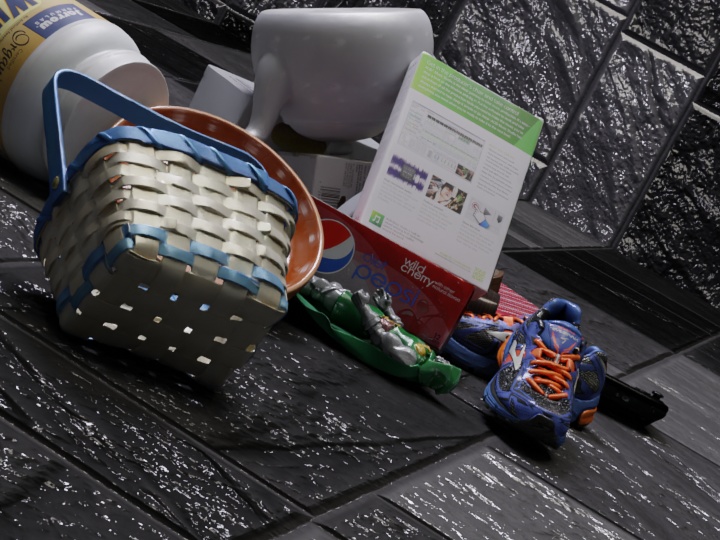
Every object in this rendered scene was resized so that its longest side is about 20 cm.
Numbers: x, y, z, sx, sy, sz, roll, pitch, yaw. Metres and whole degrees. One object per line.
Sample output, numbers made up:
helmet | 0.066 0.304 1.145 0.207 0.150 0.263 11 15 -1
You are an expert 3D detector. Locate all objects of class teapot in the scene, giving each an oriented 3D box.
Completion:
teapot | -0.015 -0.190 1.797 0.199 0.147 0.197 0 10 5

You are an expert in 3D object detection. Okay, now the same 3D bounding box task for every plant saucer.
plant saucer | -0.123 -0.049 1.434 0.200 0.032 0.201 22 40 -20

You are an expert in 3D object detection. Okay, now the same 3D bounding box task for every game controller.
game controller | 0.220 0.099 1.827 0.199 0.042 0.104 28 9 -8

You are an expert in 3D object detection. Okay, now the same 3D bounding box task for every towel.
towel | 0.151 0.036 2.024 0.144 0.023 0.200 19 12 -37

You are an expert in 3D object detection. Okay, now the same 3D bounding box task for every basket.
basket | -0.131 -0.035 1.172 0.176 0.139 0.200 24 41 -27

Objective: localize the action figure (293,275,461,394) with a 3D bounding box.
action figure | 0.000 0.041 1.488 0.200 0.055 0.118 35 8 17

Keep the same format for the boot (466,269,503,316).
boot | 0.068 0.010 1.806 0.146 0.070 0.200 20 1 1

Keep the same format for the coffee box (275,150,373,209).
coffee box | 0.019 -0.070 1.815 0.199 0.080 0.114 7 3 -26

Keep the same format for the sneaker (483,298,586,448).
sneaker | 0.154 0.081 1.520 0.075 0.079 0.200 26 23 -7

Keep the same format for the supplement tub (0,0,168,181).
supplement tub | -0.272 -0.163 1.494 0.200 0.145 0.144 33 10 27

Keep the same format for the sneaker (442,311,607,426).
sneaker | 0.143 0.066 1.666 0.199 0.079 0.075 28 9 -1

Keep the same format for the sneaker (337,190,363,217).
sneaker | 0.050 -0.047 1.717 0.199 0.073 0.071 -24 56 -21

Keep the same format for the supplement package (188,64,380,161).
supplement package | -0.087 -0.123 1.911 0.200 0.114 0.110 19 13 -36

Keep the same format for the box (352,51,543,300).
box | 0.083 -0.090 1.693 0.144 0.201 0.036 28 -25 -16

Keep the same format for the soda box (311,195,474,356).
soda box | 0.000 0.000 1.598 0.200 0.070 0.063 30 -10 4
